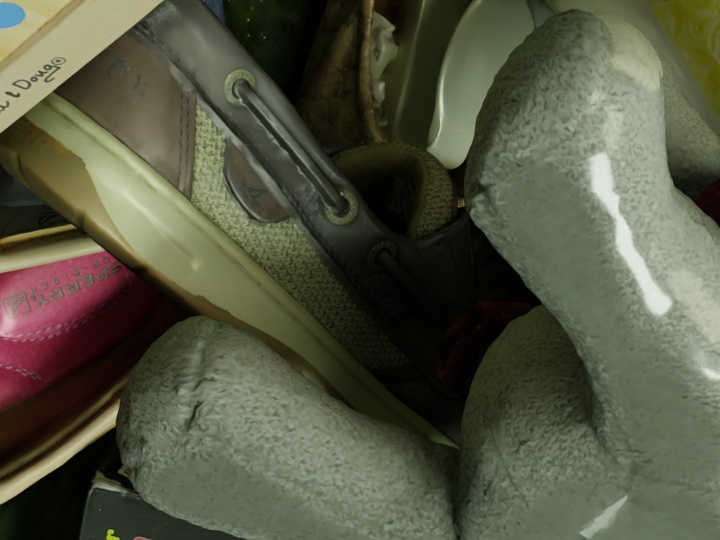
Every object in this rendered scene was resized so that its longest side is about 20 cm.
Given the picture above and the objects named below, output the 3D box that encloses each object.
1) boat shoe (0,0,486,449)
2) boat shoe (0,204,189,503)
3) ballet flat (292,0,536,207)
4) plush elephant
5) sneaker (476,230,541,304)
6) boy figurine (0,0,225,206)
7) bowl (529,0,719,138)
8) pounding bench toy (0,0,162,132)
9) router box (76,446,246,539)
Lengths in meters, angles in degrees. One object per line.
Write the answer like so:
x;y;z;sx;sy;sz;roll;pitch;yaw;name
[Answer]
0.000;0.000;0.705;0.065;0.073;0.200;-52;135;2;boat shoe
-0.115;0.033;0.709;0.200;0.069;0.074;-35;118;-27;boat shoe
0.032;-0.103;0.793;0.070;0.065;0.200;6;95;-35;ballet flat
0.082;0.015;0.642;0.200;0.165;0.155;38;41;-5;plush elephant
0.060;0.087;0.854;0.074;0.088;0.200;-28;93;-56;sneaker
-0.081;-0.117;0.706;0.124;0.064;0.200;-15;106;-15;boy figurine
0.108;-0.062;0.751;0.108;0.200;0.200;-30;119;-2;bowl
-0.152;-0.088;0.582;0.156;0.200;0.124;15;55;-37;pounding bench toy
-0.012;0.157;0.756;0.150;0.062;0.200;13;99;5;router box
